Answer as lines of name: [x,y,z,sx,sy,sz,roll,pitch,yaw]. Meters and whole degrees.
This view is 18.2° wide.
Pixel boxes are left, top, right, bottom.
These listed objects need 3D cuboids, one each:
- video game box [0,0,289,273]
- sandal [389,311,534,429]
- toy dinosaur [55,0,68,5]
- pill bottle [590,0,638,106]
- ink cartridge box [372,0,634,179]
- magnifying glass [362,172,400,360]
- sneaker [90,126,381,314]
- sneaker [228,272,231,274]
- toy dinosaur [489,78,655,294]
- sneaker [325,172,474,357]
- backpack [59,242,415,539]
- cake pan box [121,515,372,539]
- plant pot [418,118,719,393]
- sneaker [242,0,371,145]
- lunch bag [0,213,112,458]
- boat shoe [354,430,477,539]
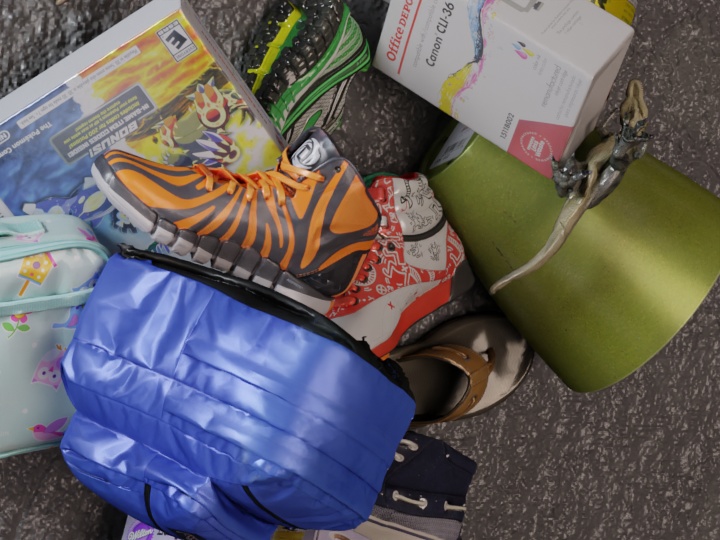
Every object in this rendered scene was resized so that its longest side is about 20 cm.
video game box: [-0.154,-0.062,1.515,0.200,0.047,0.182,-32,119,8]
sandal: [0.055,0.082,1.718,0.200,0.055,0.082,-7,100,-31]
toy dinosaur: [-0.144,-0.267,1.517,0.135,0.086,0.200,-1,110,-43]
pill bottle: [0.160,-0.224,1.708,0.109,0.109,0.200,19,86,-33]
ink cartridge box: [0.082,-0.169,1.600,0.200,0.117,0.068,33,54,12]
magnifying glass: [0.012,0.025,1.676,0.080,0.022,0.200,11,79,-31]
sneaker: [-0.073,-0.057,1.471,0.200,0.078,0.112,26,107,-32]
sneaker: [-0.085,0.080,1.608,0.078,0.079,0.200,25,74,-52]
toy dinosaur: [0.162,-0.067,1.585,0.047,0.088,0.200,36,67,10]
sneaker: [0.000,0.000,1.606,0.201,0.067,0.108,-35,105,-47]
backpack: [-0.074,0.097,1.440,0.162,0.200,0.168,34,73,-58]
cake pan box: [-0.040,0.221,1.580,0.200,0.184,0.052,31,66,-44]
plant pot: [0.147,-0.041,1.700,0.200,0.187,0.187,40,75,-16]
sneaker: [-0.055,-0.102,1.608,0.085,0.078,0.200,42,79,-40]
lunch bag: [-0.257,0.044,1.468,0.200,0.077,0.161,-9,119,-20]
boat shoe: [0.004,0.157,1.695,0.200,0.075,0.093,25,77,-41]
